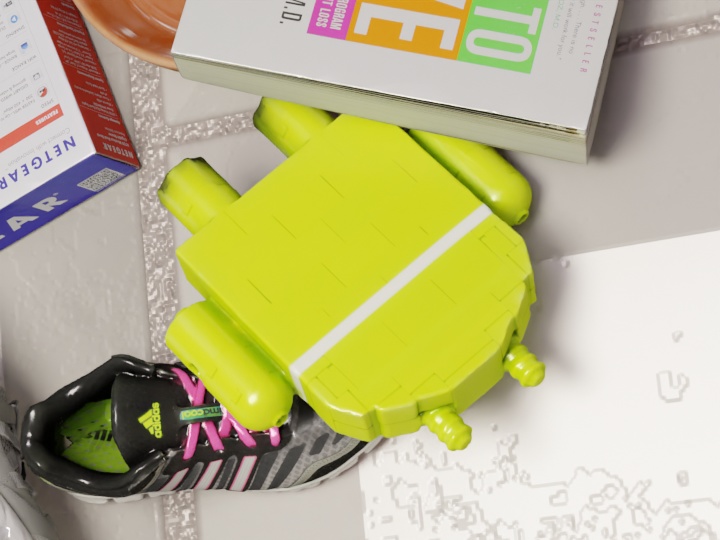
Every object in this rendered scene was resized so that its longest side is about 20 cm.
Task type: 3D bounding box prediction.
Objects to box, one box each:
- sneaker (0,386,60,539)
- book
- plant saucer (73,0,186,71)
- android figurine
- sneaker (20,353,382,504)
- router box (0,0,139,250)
[{"bbox_3d":[-0.187,0.097,1.075,0.075,0.082,0.200,-20,106,41],"label":"sneaker"},{"bbox_3d":[0.025,-0.137,1.019,0.199,0.048,0.134,12,75,10],"label":"book"},{"bbox_3d":[-0.069,-0.198,1.104,0.200,0.032,0.201,-4,81,22],"label":"plant saucer"},{"bbox_3d":[0.000,0.000,1.007,0.182,0.041,0.200,-41,66,-14],"label":"android figurine"},{"bbox_3d":[-0.080,0.074,1.039,0.199,0.087,0.074,-11,78,21],"label":"sneaker"},{"bbox_3d":[-0.239,-0.089,1.152,0.200,0.049,0.180,-28,73,18],"label":"router box"}]
